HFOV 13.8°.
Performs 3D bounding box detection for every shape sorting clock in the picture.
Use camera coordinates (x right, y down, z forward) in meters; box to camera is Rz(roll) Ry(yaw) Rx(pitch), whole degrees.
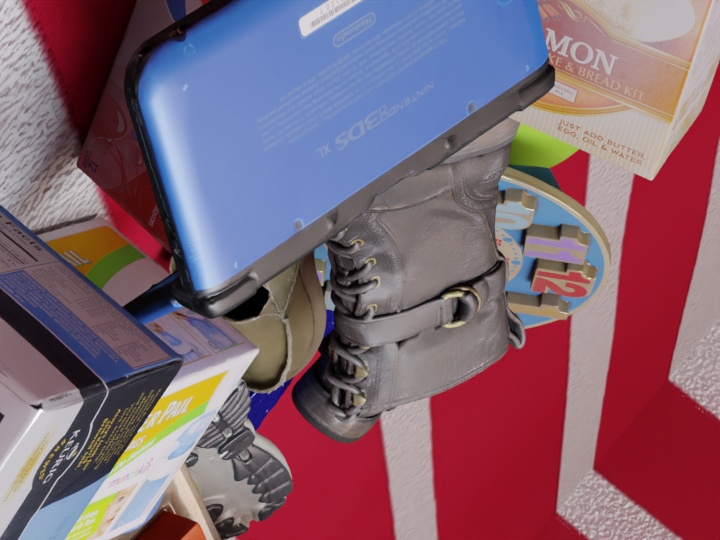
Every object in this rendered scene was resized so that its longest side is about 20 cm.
[{"bbox_3d":[0.032,-0.011,1.568,0.200,0.199,0.039,102,-7,-63],"label":"shape sorting clock"}]

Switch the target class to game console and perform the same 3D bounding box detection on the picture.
[{"bbox_3d":[-0.030,-0.070,1.232,0.200,0.118,0.171,-35,127,-29],"label":"game console"}]

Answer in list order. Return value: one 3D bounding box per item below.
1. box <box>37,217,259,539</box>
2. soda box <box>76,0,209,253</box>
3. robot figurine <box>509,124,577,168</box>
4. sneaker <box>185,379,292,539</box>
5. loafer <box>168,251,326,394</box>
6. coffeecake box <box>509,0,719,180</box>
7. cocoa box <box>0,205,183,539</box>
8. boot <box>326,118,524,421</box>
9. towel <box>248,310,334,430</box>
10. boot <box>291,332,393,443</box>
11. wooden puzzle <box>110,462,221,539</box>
[{"bbox_3d":[-0.148,0.060,1.310,0.113,0.101,0.200,-56,166,20],"label":"box"},{"bbox_3d":[-0.054,-0.101,1.257,0.063,0.070,0.200,-32,157,-42],"label":"soda box"},{"bbox_3d":[0.076,-0.120,1.548,0.175,0.116,0.200,-18,165,-2],"label":"robot figurine"},{"bbox_3d":[-0.102,0.071,1.566,0.077,0.080,0.200,-34,145,-9],"label":"sneaker"},{"bbox_3d":[-0.063,0.002,1.521,0.067,0.076,0.200,-43,155,-28],"label":"loafer"},{"bbox_3d":[0.101,-0.164,1.346,0.073,0.153,0.200,-51,161,-49],"label":"coffeecake box"},{"bbox_3d":[-0.189,0.079,1.149,0.200,0.133,0.131,-55,167,18],"label":"cocoa box"},{"bbox_3d":[0.000,0.000,1.436,0.199,0.069,0.175,-13,127,-24],"label":"boot"},{"bbox_3d":[-0.059,0.055,1.716,0.200,0.050,0.148,-53,166,9],"label":"towel"},{"bbox_3d":[0.042,0.010,1.791,0.174,0.069,0.200,-51,-175,20],"label":"boot"},{"bbox_3d":[-0.141,0.154,1.458,0.185,0.046,0.200,-44,125,-29],"label":"wooden puzzle"}]
